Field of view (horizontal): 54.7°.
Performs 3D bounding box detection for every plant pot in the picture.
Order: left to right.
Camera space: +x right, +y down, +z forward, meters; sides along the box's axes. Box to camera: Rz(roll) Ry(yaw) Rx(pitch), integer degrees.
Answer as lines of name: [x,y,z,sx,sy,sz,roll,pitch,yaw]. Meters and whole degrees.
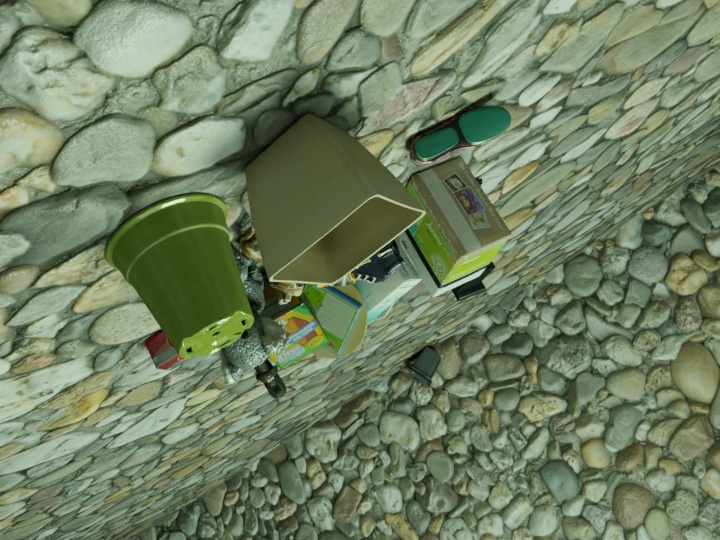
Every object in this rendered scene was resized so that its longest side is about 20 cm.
plant pot: [-0.253,0.022,1.053,0.198,0.191,0.200,-28,163,-9]
plant pot: [-0.054,-0.110,1.039,0.199,0.179,0.199,-36,162,20]

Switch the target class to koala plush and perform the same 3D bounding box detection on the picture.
koala plush: [-0.223,0.090,1.270,0.176,0.202,0.183,-35,163,12]

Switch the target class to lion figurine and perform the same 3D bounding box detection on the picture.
lion figurine: [-0.159,-0.019,1.247,0.122,0.201,0.073,9,-126,51]

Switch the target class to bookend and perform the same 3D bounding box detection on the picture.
bookend: [0.253,-0.069,1.623,0.091,0.200,0.201,-18,158,-28]

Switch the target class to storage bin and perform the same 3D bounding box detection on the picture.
storage bin: [0.296,0.432,3.204,0.135,0.144,0.200,-56,165,-10]

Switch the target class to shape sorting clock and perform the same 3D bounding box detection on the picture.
shape sorting clock: [-0.076,0.098,1.548,0.199,0.201,0.039,-37,177,21]

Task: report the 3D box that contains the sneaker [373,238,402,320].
sneaker: [0.069,0.016,1.645,0.104,0.074,0.203,-9,112,-70]

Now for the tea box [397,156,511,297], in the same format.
tea box: [0.181,-0.088,1.453,0.132,0.202,0.197,-22,160,-23]

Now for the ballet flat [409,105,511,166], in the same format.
ballet flat: [0.176,-0.243,1.267,0.198,0.070,0.071,-25,180,-6]

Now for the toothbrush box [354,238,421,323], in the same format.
toothbrush box: [0.015,0.019,1.560,0.200,0.147,0.085,-42,161,30]

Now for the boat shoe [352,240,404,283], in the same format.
boat shoe: [0.000,0.000,1.459,0.199,0.093,0.075,-36,176,18]

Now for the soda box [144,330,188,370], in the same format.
soda box: [-0.332,0.124,1.413,0.198,0.064,0.070,-32,163,2]

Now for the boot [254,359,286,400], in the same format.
boot: [-0.224,0.189,1.496,0.069,0.175,0.200,-33,-164,-5]

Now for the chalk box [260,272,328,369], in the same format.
chalk box: [-0.155,0.109,1.454,0.124,0.125,0.201,-30,139,-1]

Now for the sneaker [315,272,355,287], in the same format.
sneaker: [-0.032,-0.065,1.248,0.076,0.078,0.203,8,108,-13]
